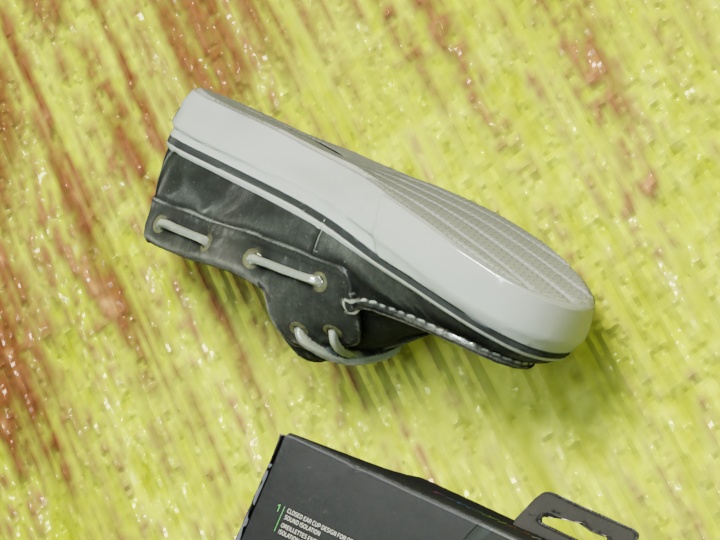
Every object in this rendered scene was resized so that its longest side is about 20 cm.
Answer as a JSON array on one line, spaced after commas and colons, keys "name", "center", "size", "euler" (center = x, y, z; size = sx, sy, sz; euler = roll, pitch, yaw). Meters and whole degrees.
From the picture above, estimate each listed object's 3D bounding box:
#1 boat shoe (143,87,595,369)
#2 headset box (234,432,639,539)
[{"name": "boat shoe", "center": [0.000, 0.000, 0.918], "size": [0.200, 0.072, 0.071], "euler": [29, 101, 44]}, {"name": "headset box", "center": [0.028, 0.165, 0.830], "size": [0.174, 0.093, 0.200], "euler": [21, 88, 35]}]
